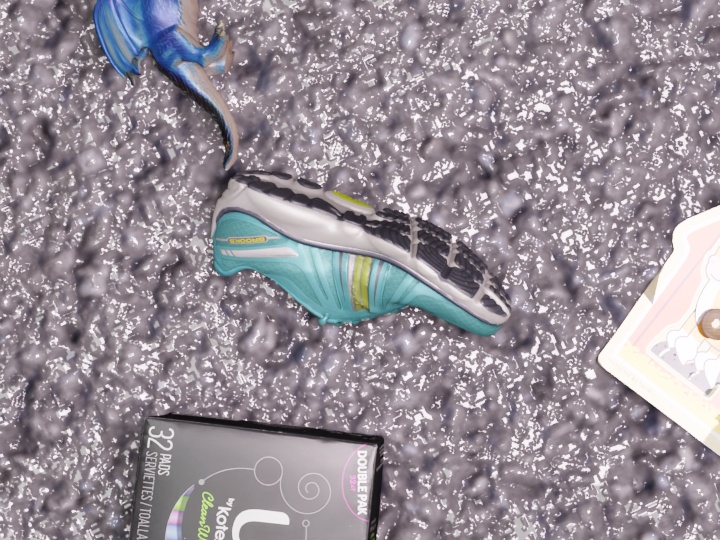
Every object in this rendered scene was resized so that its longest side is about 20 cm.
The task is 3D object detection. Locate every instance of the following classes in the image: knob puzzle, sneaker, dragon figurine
[{"bbox_3d":[0.280,0.032,1.470,0.220,0.030,0.220,0,88,3],"label":"knob puzzle"},{"bbox_3d":[0.000,0.000,1.474,0.200,0.078,0.080,21,109,8],"label":"sneaker"},{"bbox_3d":[-0.135,-0.152,1.478,0.099,0.059,0.200,-12,88,2],"label":"dragon figurine"}]

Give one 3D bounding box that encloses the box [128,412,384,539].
[{"bbox_3d":[-0.068,0.195,1.436,0.148,0.124,0.200,6,88,3],"label":"box"}]
